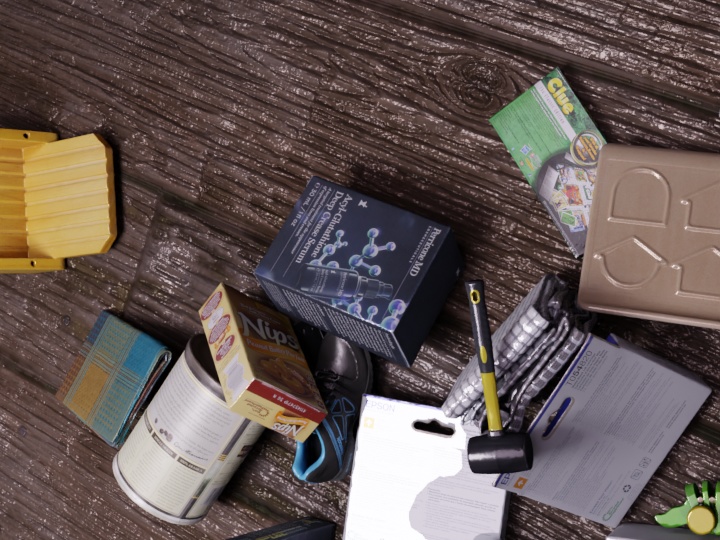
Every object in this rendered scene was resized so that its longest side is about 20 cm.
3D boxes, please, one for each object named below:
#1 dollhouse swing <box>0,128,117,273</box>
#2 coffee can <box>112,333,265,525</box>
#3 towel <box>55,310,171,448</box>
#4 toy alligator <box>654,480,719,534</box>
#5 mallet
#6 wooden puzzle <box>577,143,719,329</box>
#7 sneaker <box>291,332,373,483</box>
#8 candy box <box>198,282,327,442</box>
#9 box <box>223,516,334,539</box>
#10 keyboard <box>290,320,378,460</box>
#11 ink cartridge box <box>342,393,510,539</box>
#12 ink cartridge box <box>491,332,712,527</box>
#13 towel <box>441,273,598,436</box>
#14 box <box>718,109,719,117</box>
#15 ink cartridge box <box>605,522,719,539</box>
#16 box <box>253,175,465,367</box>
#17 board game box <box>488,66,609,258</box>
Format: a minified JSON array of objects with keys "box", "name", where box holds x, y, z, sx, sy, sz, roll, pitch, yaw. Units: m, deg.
[{"box":[-0.469,-0.103,1.588,0.175,0.181,0.202,-6,85,46],"name":"dollhouse swing"},{"box":[-0.210,0.205,1.458,0.146,0.146,0.201,41,106,21],"name":"coffee can"},{"box":[-0.339,0.143,1.531,0.199,0.022,0.147,20,79,51],"name":"towel"},{"box":[0.416,0.255,1.199,0.198,0.059,0.055,1,89,26],"name":"toy alligator"},{"box":[0.138,0.109,1.128,0.065,0.041,0.202,1,101,19],"name":"mallet"},{"box":[0.341,-0.036,1.224,0.184,0.046,0.202,8,74,16],"name":"wooden puzzle"},{"box":[-0.037,0.167,1.388,0.073,0.082,0.202,8,94,33],"name":"sneaker"},{"box":[-0.121,0.109,1.370,0.055,0.115,0.200,-48,35,16],"name":"candy box"},{"box":[-0.110,0.397,1.376,0.051,0.199,0.159,7,91,31],"name":"box"},{"box":[-0.031,0.151,1.443,0.126,0.021,0.201,-27,78,29],"name":"keyboard"},{"box":[0.084,0.263,1.363,0.195,0.043,0.202,9,91,19],"name":"ink cartridge box"},{"box":[0.254,0.169,1.214,0.200,0.199,0.041,-58,32,13],"name":"ink cartridge box"},{"box":[0.184,0.097,1.238,0.085,0.200,0.166,40,106,4],"name":"towel"},{"box":[0.491,-0.225,1.135,0.195,0.124,0.202,16,96,27],"name":"box"},{"box":[0.344,0.387,1.217,0.143,0.084,0.202,-1,90,27],"name":"ink cartridge box"},{"box":[0.000,0.000,1.352,0.199,0.107,0.149,22,70,24],"name":"box"},{"box":[0.243,-0.125,1.311,0.104,0.023,0.201,-35,74,22],"name":"board game box"}]
